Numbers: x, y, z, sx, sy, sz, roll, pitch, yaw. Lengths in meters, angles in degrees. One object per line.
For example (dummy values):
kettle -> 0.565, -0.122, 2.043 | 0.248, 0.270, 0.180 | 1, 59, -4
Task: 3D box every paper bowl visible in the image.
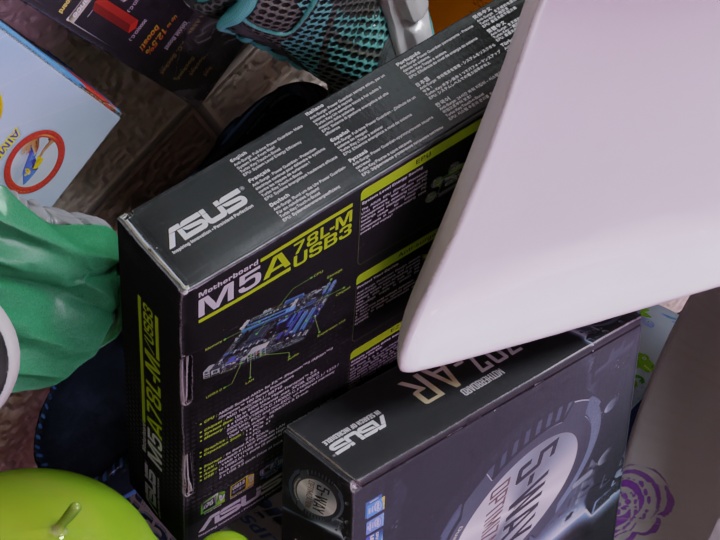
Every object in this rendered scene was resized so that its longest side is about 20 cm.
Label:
paper bowl -> 0.190, 0.086, 1.099 | 0.104, 0.201, 0.201 | 21, 111, -9

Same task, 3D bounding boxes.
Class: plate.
plate -> 0.112, -0.059, 0.923 | 0.199, 0.032, 0.200 | -14, 141, -32

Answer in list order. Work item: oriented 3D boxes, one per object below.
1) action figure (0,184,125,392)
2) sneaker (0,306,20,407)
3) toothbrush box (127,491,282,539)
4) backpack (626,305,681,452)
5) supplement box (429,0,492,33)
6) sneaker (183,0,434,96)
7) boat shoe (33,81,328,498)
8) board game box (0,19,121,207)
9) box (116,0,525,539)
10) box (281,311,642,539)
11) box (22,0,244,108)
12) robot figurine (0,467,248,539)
action figure -> -0.146, 0.002, 0.874 | 0.200, 0.055, 0.118 | 13, 109, -49
sneaker -> -0.191, -0.013, 0.735 | 0.071, 0.200, 0.099 | -55, -176, 5
toothbrush box -> -0.078, 0.175, 1.128 | 0.085, 0.146, 0.201 | -7, 125, -46
backpack -> 0.136, 0.109, 1.291 | 0.183, 0.147, 0.200 | -52, 153, 0
supplement box -> 0.118, -0.132, 1.133 | 0.200, 0.073, 0.126 | -10, 128, -42
sneaker -> -0.023, -0.110, 0.926 | 0.091, 0.078, 0.200 | -16, 149, -4
boat shoe -> -0.078, 0.002, 1.036 | 0.201, 0.084, 0.069 | -62, 166, -8
board game box -> -0.209, -0.028, 0.872 | 0.200, 0.056, 0.196 | -51, 146, 0
box -> 0.000, 0.000, 0.965 | 0.200, 0.048, 0.193 | -32, 151, -21
box -> 0.039, 0.117, 1.045 | 0.160, 0.043, 0.201 | -27, 136, -33
box -> -0.058, -0.175, 0.916 | 0.200, 0.050, 0.158 | -54, 146, 5
robot figurine -> -0.117, 0.157, 0.979 | 0.175, 0.116, 0.200 | -16, 137, 3
